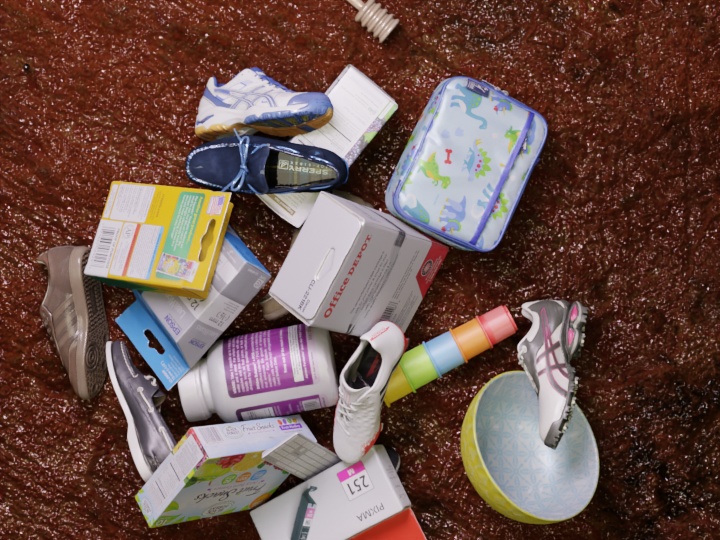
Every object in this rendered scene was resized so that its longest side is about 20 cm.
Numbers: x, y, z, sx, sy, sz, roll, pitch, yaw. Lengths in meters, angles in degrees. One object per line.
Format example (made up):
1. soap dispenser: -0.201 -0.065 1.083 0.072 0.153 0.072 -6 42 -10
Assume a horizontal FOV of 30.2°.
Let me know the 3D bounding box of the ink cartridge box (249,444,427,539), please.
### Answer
1. ink cartridge box: -0.023 0.347 1.731 0.199 0.044 0.175 -30 76 16

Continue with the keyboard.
1. keyboard: -0.067 0.244 1.716 0.056 0.200 0.011 -30 64 8

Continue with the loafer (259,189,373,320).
1. loafer: -0.067 -0.023 1.715 0.067 0.076 0.200 41 87 -7

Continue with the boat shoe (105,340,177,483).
1. boat shoe: -0.277 0.173 1.712 0.060 0.074 0.201 -22 60 -2

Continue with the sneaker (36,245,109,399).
1. sneaker: -0.376 0.066 1.736 0.075 0.070 0.202 2 99 19

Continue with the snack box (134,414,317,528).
1. snack box: -0.168 0.251 1.686 0.142 0.199 0.053 -49 61 28

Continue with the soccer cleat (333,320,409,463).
1. soccer cleat: -0.001 0.154 1.656 0.068 0.085 0.201 32 114 24

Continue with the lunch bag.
1. lunch bag: 0.136 -0.132 1.677 0.160 0.082 0.201 27 88 -11

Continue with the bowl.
1. bowl: 0.201 0.242 1.739 0.200 0.201 0.108 40 141 -8

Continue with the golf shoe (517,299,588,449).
1. golf shoe: 0.240 0.132 1.722 0.087 0.077 0.201 8 64 6

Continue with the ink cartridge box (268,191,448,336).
1. ink cartridge box: 0.000 0.000 1.652 0.084 0.199 0.145 34 100 33

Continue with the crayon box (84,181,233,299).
1. crayon box: -0.237 -0.037 1.645 0.199 0.051 0.127 7 76 35

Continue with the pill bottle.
1. pill bottle: -0.131 0.136 1.721 0.198 0.112 0.113 -10 101 0

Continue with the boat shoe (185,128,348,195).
1. boat shoe: -0.115 -0.131 1.612 0.198 0.069 0.085 -4 99 2

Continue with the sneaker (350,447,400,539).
1. sneaker: 0.015 0.333 1.797 0.082 0.072 0.201 18 97 -39

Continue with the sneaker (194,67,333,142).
1. sneaker: -0.121 -0.211 1.636 0.199 0.075 0.089 -2 75 30

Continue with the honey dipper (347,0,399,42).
1. honey dipper: -0.036 -0.364 1.669 0.200 0.038 0.038 42 97 -5

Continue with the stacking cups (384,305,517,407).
1. stacking cups: 0.109 0.106 1.754 0.199 0.061 0.061 -29 100 -1

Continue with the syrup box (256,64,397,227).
1. syrup box: -0.046 -0.157 1.684 0.081 0.079 0.200 38 98 -8

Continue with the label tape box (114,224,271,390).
1. label tape box: -0.228 0.027 1.686 0.200 0.066 0.143 -47 57 6
